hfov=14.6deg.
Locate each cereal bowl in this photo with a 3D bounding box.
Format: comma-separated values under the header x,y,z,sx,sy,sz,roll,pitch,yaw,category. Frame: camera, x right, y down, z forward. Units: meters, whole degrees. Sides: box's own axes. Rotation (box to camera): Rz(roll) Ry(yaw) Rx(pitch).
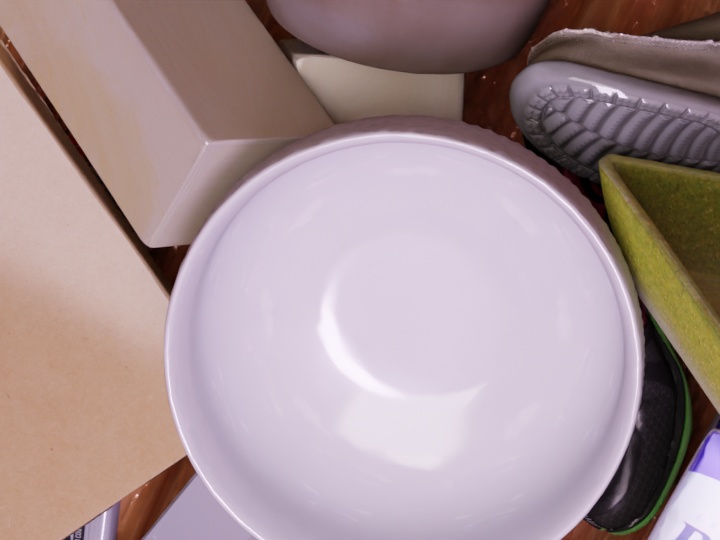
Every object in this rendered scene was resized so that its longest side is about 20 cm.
x,y,z,sx,sy,sz,roll,pitch,yaw,category
0.021,0.027,1.173,0.200,0.083,0.200,2,109,7,cereal bowl

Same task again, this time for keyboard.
x,y,z,sx,sy,sz,roll,pitch,yaw,category
-0.076,0.137,1.291,0.056,0.011,0.200,46,138,6,keyboard

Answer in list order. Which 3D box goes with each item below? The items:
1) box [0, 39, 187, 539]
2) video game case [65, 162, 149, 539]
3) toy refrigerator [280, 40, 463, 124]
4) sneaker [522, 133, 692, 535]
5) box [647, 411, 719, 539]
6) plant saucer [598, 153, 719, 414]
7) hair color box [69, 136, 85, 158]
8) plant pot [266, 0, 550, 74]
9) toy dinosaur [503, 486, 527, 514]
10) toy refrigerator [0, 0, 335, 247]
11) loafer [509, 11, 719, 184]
x,y,z,sx,sy,sz,roll,pitch,yaw,category
-0.167,0.024,1.252,0.163,0.021,0.200,-34,95,13,box
-0.196,0.038,1.347,0.182,0.022,0.200,10,102,10,video game case
0.000,0.000,1.262,0.076,0.070,0.200,0,101,-8,toy refrigerator
0.095,0.018,1.240,0.077,0.084,0.200,-3,95,41,sneaker
0.160,0.154,1.206,0.105,0.184,0.200,28,105,7,box
0.205,0.039,1.139,0.199,0.200,0.048,8,122,-29,plant saucer
-0.208,0.022,1.302,0.111,0.064,0.200,18,102,6,hair color box
0.030,-0.184,1.187,0.200,0.200,0.174,14,119,10,plant pot
0.018,0.165,1.253,0.200,0.105,0.182,8,122,-4,toy dinosaur
-0.099,-0.102,1.223,0.200,0.076,0.070,55,130,28,toy refrigerator
0.153,-0.076,1.200,0.200,0.075,0.070,8,62,-24,loafer
